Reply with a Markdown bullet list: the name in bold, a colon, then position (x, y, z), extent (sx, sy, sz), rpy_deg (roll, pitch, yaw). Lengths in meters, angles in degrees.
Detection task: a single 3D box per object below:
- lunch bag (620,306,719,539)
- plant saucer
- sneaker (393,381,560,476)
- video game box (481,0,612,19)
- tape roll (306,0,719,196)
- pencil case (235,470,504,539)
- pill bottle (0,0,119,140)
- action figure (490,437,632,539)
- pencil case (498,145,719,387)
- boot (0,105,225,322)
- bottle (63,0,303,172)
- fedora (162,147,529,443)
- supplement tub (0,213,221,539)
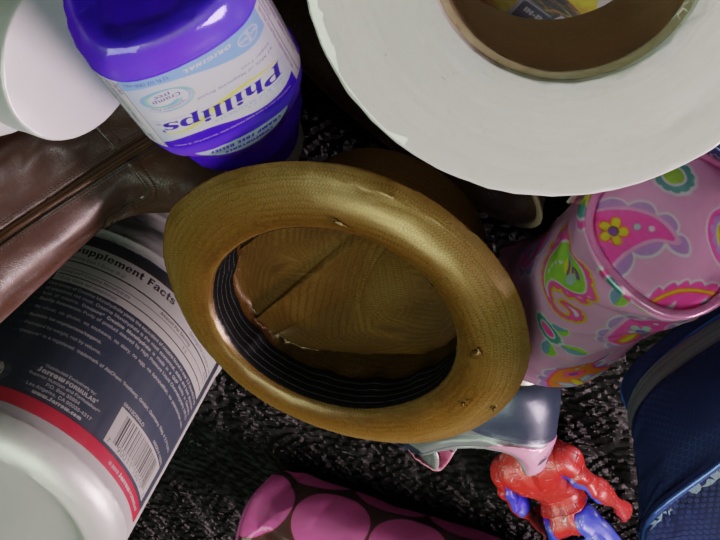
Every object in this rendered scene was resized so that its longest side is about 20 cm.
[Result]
- **lunch bag**: position (0.227, 0.097, 0.940), extent (0.200, 0.132, 0.136), rpy_deg (39, 119, -23)
- **plant saucer**: position (0.016, -0.098, 0.913), extent (0.200, 0.037, 0.200), rpy_deg (39, 173, 6)
- **sneaker**: position (0.017, 0.075, 1.117), extent (0.200, 0.070, 0.082), rpy_deg (4, 113, 28)
- **video game box**: position (0.136, -0.128, 0.863), extent (0.200, 0.047, 0.182), rpy_deg (34, 139, -8)
- **tape roll**: position (0.077, -0.133, 0.752), extent (0.202, 0.071, 0.203), rpy_deg (0, 114, -1)
- **pencil case**: position (0.021, 0.195, 1.250), extent (0.200, 0.091, 0.094), rpy_deg (17, 105, 15)
- **pill bottle**: position (-0.204, -0.130, 0.962), extent (0.200, 0.112, 0.112), rpy_deg (22, 145, 37)
- **action figure**: position (0.127, 0.152, 1.171), extent (0.065, 0.052, 0.200), rpy_deg (-11, 123, 31)
- **pencil case**: position (0.117, 0.000, 0.937), extent (0.087, 0.088, 0.200), rpy_deg (30, 163, -2)
- **boot**: position (-0.139, -0.013, 1.029), extent (0.187, 0.200, 0.064), rpy_deg (54, 169, -17)
- **bottle**: position (-0.070, -0.093, 0.910), extent (0.083, 0.065, 0.200), rpy_deg (-26, 160, 2)
- **fedora**: position (0.000, 0.000, 0.979), extent (0.200, 0.082, 0.201), rpy_deg (17, 139, 15)
- **supplement tub**: position (-0.158, 0.057, 1.106), extent (0.140, 0.200, 0.141), rpy_deg (16, 141, 13)
